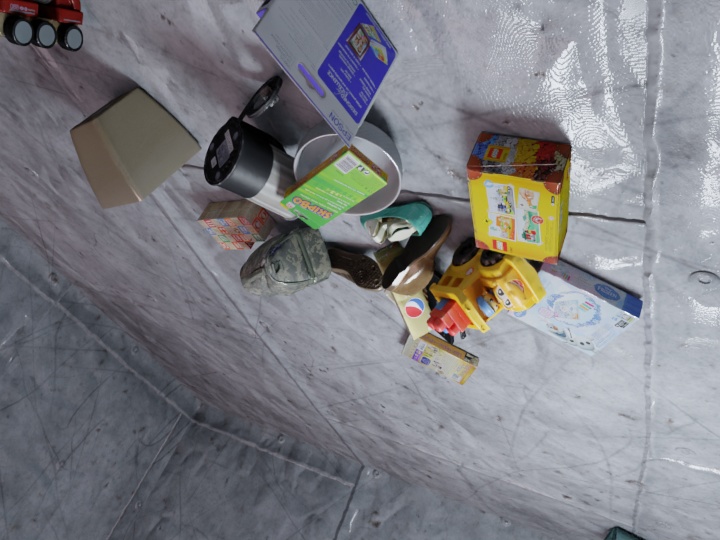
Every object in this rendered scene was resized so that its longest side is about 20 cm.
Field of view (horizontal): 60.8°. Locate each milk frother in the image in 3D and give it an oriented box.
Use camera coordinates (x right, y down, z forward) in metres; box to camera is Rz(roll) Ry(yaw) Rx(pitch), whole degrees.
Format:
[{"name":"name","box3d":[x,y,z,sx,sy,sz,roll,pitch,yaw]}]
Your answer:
[{"name":"milk frother","box3d":[-0.157,-0.224,1.130,0.197,0.186,0.186,-24,150,36]}]

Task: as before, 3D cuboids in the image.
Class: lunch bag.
[{"name":"lunch bag","box3d":[-0.184,-0.011,1.451,0.198,0.165,0.143,-19,92,56]}]

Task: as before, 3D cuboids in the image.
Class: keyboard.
[{"name":"keyboard","box3d":[0.190,0.089,1.332,0.127,0.020,0.203,42,156,39]}]

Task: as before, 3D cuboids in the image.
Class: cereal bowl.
[{"name":"cereal bowl","box3d":[-0.018,-0.194,1.092,0.193,0.085,0.203,6,144,5]}]

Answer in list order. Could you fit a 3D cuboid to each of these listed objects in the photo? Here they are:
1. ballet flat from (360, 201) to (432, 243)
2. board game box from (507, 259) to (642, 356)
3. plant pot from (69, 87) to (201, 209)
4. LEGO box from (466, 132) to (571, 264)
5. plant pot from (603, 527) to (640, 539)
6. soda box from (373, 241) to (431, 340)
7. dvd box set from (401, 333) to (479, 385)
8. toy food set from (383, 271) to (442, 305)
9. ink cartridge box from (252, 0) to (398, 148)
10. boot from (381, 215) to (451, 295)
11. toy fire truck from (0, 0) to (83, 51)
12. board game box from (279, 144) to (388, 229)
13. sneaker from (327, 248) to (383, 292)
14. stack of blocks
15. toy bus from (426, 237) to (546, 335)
[{"name":"ballet flat","box3d":[0.057,-0.091,1.233,0.197,0.071,0.068,-6,136,48]},{"name":"board game box","box3d":[0.411,0.073,1.204,0.195,0.044,0.201,26,153,6]},{"name":"plant pot","box3d":[-0.506,-0.276,1.342,0.196,0.201,0.180,-1,129,43]},{"name":"LEGO box","box3d":[0.259,-0.113,1.000,0.145,0.078,0.202,15,150,25]},{"name":"plant pot","box3d":[0.946,1.017,2.135,0.193,0.202,0.202,29,154,14]},{"name":"soda box","box3d":[0.098,0.043,1.335,0.204,0.063,0.068,64,178,-22]},{"name":"dvd box set","box3d":[0.213,0.233,1.668,0.196,0.030,0.147,26,152,8]},{"name":"toy food set","box3d":[0.161,0.079,1.429,0.143,0.061,0.197,43,149,-26]},{"name":"ink cartridge box","box3d":[-0.048,-0.303,0.837,0.043,0.203,0.198,-9,136,44]},{"name":"boot","box3d":[0.127,-0.027,1.231,0.074,0.075,0.201,23,125,-25]},{"name":"toy fire truck","box3d":[-0.593,-0.513,1.090,0.125,0.176,0.206,18,110,17]},{"name":"board game box","box3d":[-0.051,-0.142,1.078,0.095,0.031,0.198,34,136,-29]},{"name":"sneaker","box3d":[0.000,0.000,1.436,0.198,0.072,0.075,29,179,39]},{"name":"stack of blocks","box3d":[-0.305,-0.113,1.547,0.196,0.060,0.116,1,142,42]},{"name":"toy bus","box3d":[0.217,0.050,1.153,0.137,0.192,0.199,50,164,-18]}]
